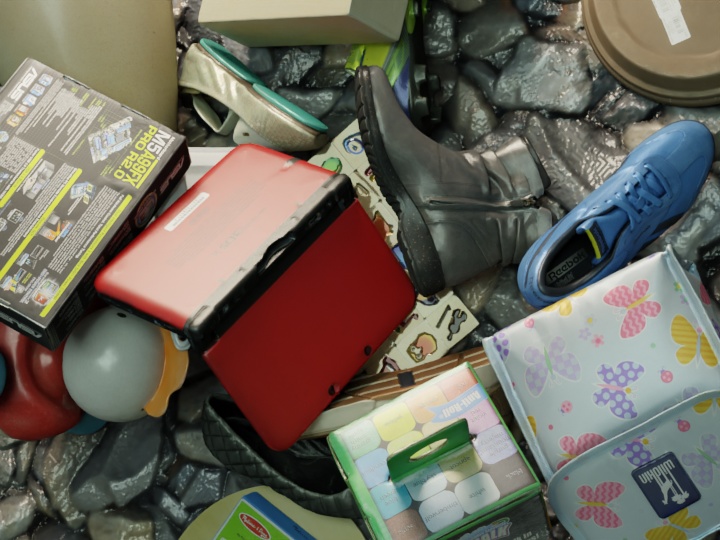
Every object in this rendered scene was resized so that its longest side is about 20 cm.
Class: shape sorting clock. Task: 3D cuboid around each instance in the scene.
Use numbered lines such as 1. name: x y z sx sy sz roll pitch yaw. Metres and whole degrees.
1. shape sorting clock: -0.076 0.276 1.282 0.198 0.039 0.202 -6 71 19

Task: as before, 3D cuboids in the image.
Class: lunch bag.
1. lunch bag: 0.211 0.108 1.163 0.169 0.127 0.201 -27 75 17

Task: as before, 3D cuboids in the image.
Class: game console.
1. game console: -0.081 0.016 1.246 0.171 0.119 0.200 21 50 31

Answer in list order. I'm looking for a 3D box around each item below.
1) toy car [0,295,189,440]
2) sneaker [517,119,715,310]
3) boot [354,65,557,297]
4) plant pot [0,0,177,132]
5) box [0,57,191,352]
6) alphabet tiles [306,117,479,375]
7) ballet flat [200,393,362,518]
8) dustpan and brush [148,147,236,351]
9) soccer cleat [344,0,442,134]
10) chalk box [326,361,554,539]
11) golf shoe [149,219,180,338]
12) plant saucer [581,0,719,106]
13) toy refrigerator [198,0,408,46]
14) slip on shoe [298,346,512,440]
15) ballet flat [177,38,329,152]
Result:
1. toy car: -0.218 0.057 1.299 0.199 0.184 0.178 1 78 28
2. sneaker: 0.205 -0.041 1.209 0.200 0.078 0.066 -42 89 -3
3. boot: 0.078 -0.088 1.273 0.131 0.070 0.201 -20 91 -3
4. plant pot: -0.237 -0.171 1.389 0.186 0.187 0.202 -18 87 17
5. box: -0.255 -0.057 1.246 0.159 0.044 0.201 27 66 13
6. alphabet tiles: 0.000 0.000 1.305 0.167 0.008 0.200 -40 81 4
7. ballet flat: -0.049 0.155 1.284 0.199 0.057 0.067 15 56 24
8. dustpan and brush: -0.153 -0.022 1.277 0.138 0.057 0.202 -1 69 -13
9. soccer cleat: 0.020 -0.206 1.342 0.083 0.065 0.202 -10 75 21
10. chalk box: 0.060 0.164 1.141 0.124 0.201 0.124 -25 50 -5
11. golf shoe: -0.123 0.035 1.349 0.200 0.077 0.088 50 133 12
12. plant saucer: 0.275 -0.233 1.268 0.198 0.029 0.202 -5 77 20
13. toy refrigerator: -0.046 -0.239 1.339 0.199 0.070 0.077 6 80 46
14. slip on shoe: 0.027 0.115 1.256 0.198 0.076 0.061 -15 106 3
15. ballet flat: -0.096 -0.137 1.364 0.200 0.067 0.063 41 106 44
